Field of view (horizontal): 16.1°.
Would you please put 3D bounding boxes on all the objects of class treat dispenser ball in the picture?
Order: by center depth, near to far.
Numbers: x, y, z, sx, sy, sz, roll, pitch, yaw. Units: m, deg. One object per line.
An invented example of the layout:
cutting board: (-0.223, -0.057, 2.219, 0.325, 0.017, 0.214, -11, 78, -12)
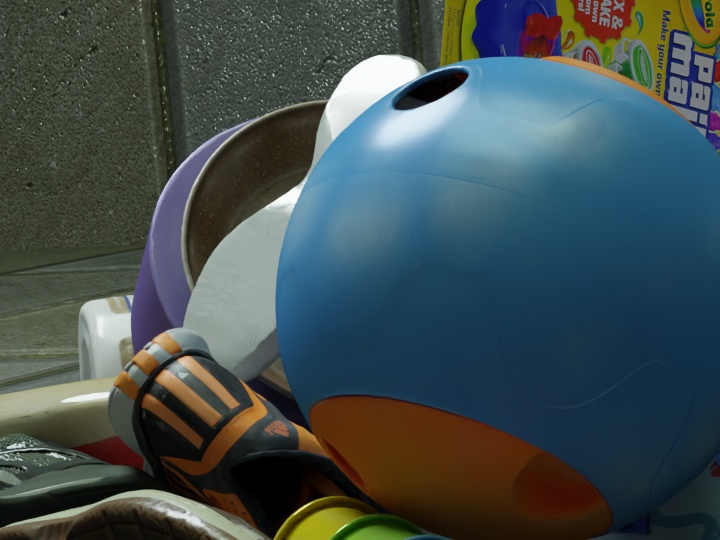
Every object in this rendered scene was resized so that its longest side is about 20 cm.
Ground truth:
treat dispenser ball: (0.065, 0.013, 1.031, 0.200, 0.202, 0.201, -5, 4, 0)

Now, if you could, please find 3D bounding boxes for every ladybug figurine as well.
ladybug figurine: (-0.147, 0.097, 1.318, 0.136, 0.072, 0.200, -3, -7, -42)

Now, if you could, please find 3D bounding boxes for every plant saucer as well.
plant saucer: (0.000, 0.000, 1.365, 0.200, 0.201, 0.037, -7, -30, -18)

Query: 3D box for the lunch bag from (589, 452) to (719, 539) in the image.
lunch bag: (0.137, 0.086, 1.190, 0.160, 0.083, 0.200, -13, 7, -40)

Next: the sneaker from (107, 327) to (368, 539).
sneaker: (-0.047, 0.108, 1.203, 0.112, 0.078, 0.200, 39, -6, 23)

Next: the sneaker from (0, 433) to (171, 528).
sneaker: (-0.192, 0.120, 1.184, 0.199, 0.076, 0.114, -4, 2, -19)

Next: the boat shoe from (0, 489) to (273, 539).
boat shoe: (-0.078, 0.120, 1.023, 0.075, 0.075, 0.202, -8, 5, -39)

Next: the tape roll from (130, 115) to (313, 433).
tape roll: (-0.025, 0.016, 1.420, 0.199, 0.200, 0.085, -7, -29, -19)

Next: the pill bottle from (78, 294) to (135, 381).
pill bottle: (-0.062, 0.063, 1.502, 0.199, 0.111, 0.111, -6, 4, -12)

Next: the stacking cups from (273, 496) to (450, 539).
stacking cups: (0.027, 0.127, 0.936, 0.060, 0.061, 0.200, -7, 7, -22)

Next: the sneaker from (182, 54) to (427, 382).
sneaker: (-0.010, -0.010, 1.308, 0.075, 0.200, 0.089, 22, -22, 39)

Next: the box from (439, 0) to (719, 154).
box: (0.146, -0.087, 1.268, 0.122, 0.201, 0.192, -12, 23, -42)
